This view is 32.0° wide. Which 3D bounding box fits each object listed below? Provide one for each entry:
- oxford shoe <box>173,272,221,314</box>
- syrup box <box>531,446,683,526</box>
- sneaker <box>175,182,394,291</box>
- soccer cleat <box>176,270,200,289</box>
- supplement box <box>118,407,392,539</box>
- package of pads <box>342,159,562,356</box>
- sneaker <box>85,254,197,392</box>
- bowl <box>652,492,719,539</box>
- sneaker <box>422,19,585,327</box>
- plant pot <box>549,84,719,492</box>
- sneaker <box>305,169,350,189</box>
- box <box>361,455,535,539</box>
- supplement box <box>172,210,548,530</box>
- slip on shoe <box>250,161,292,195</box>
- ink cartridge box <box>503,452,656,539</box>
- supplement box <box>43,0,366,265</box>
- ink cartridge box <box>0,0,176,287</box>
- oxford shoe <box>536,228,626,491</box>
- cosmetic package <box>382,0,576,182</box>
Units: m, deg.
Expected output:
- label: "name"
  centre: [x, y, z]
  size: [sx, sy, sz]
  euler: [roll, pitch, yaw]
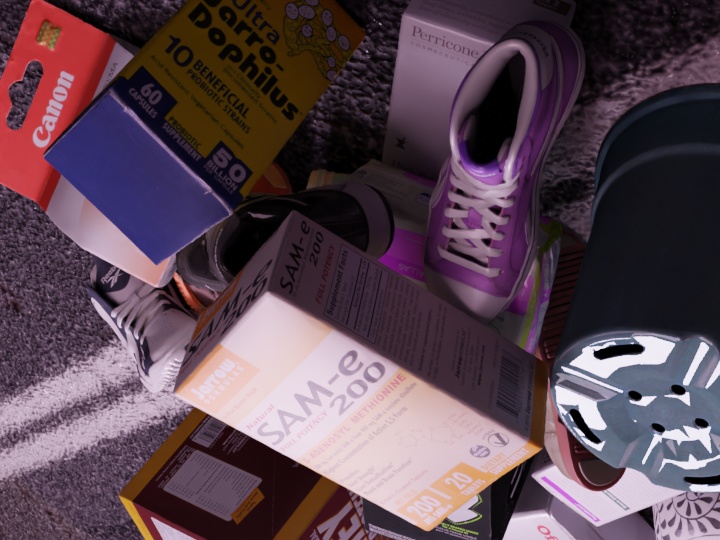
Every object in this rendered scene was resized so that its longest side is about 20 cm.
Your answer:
- label: "oxford shoe"
  centre: [-0.107, 0.020, 1.149]
  size: [0.073, 0.072, 0.200]
  euler: [-29, 115, 20]
- label: "syrup box"
  centre: [0.234, 0.132, 1.018]
  size: [0.081, 0.079, 0.200]
  euler: [38, 142, -11]
- label: "sneaker"
  centre: [-0.076, -0.018, 0.845]
  size: [0.199, 0.090, 0.067]
  euler: [-8, 96, 44]
- label: "soccer cleat"
  centre: [-0.172, -0.082, 1.076]
  size: [0.201, 0.073, 0.068]
  euler: [54, 166, -3]
- label: "supplement box"
  centre: [-0.078, 0.215, 1.199]
  size: [0.199, 0.198, 0.133]
  euler: [17, 142, 35]
- label: "package of pads"
  centre: [0.051, 0.040, 0.880]
  size: [0.153, 0.068, 0.202]
  euler: [20, 118, 17]
- label: "sneaker"
  centre: [-0.205, 0.034, 1.166]
  size: [0.130, 0.079, 0.199]
  euler: [50, 179, -11]
- label: "bowl"
  centre: [0.331, 0.244, 1.068]
  size: [0.199, 0.095, 0.202]
  euler: [19, 142, 16]
- label: "sneaker"
  centre: [0.068, -0.047, 0.739]
  size: [0.072, 0.114, 0.202]
  euler: [18, 112, 16]
- label: "plant pot"
  centre: [0.221, 0.021, 0.808]
  size: [0.199, 0.197, 0.201]
  euler: [18, 141, 15]
- label: "sneaker"
  centre: [0.000, 0.000, 1.036]
  size: [0.081, 0.074, 0.201]
  euler: [7, 146, 9]
- label: "box"
  centre: [0.078, 0.128, 1.060]
  size: [0.123, 0.149, 0.201]
  euler: [15, 141, 18]
- label: "supplement box"
  centre: [0.002, 0.068, 0.781]
  size: [0.199, 0.074, 0.126]
  euler: [30, 133, -16]
- label: "slip on shoe"
  centre: [-0.063, -0.022, 1.052]
  size: [0.074, 0.061, 0.200]
  euler: [38, 166, 29]
- label: "ink cartridge box"
  centre: [0.161, 0.254, 1.200]
  size: [0.145, 0.085, 0.199]
  euler: [46, 141, -20]
- label: "supplement box"
  centre: [-0.102, -0.121, 0.858]
  size: [0.109, 0.201, 0.109]
  euler: [44, 141, -15]
- label: "ink cartridge box"
  centre: [-0.210, -0.104, 1.008]
  size: [0.199, 0.050, 0.163]
  euler: [27, 106, -1]
- label: "oxford shoe"
  centre: [0.151, 0.068, 0.969]
  size: [0.075, 0.070, 0.202]
  euler: [-178, 79, -67]
- label: "cosmetic package"
  centre: [0.074, -0.105, 0.867]
  size: [0.101, 0.074, 0.201]
  euler: [21, 143, 12]
